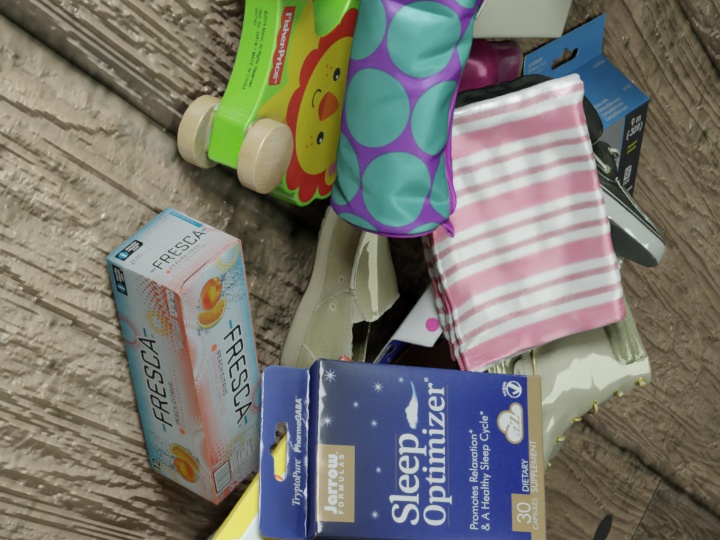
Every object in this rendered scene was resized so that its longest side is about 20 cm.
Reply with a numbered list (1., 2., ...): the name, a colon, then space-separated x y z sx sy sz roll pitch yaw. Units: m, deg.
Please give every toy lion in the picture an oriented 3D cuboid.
1. toy lion: -0.035 -0.140 1.056 0.191 0.068 0.202 -21 128 -59

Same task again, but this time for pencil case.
1. pencil case: 0.036 -0.127 1.045 0.085 0.091 0.202 -76 176 -69

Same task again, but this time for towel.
1. towel: 0.117 -0.032 1.158 0.145 0.030 0.202 -19 113 -11

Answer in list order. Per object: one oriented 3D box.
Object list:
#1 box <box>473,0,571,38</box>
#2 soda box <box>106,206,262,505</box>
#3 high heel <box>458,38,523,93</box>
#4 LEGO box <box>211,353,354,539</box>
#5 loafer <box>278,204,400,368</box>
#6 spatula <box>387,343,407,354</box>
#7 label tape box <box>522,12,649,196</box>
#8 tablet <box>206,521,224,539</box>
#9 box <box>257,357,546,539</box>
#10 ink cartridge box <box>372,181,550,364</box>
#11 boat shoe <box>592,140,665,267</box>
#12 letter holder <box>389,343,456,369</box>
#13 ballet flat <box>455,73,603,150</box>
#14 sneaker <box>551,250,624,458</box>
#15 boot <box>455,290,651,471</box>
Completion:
1. box: 0.089 -0.222 1.176 0.199 0.068 0.083 -10 120 -55
2. soda box: -0.113 0.061 1.059 0.064 0.068 0.202 -42 143 -37
3. high heel: 0.077 -0.089 1.256 0.095 0.067 0.202 -11 123 -47
4. LEGO box: -0.014 0.188 1.102 0.201 0.148 0.077 -54 178 -23
5. loafer: 0.000 0.000 1.171 0.076 0.068 0.202 -49 160 -65
6. spatula: 0.076 -0.006 1.351 0.202 0.020 0.057 -62 162 -11
7. label tape box: 0.200 -0.113 1.430 0.144 0.063 0.202 -32 137 -44
8. tablet: -0.100 0.243 1.261 0.200 0.014 0.131 -44 144 -31
9. box: 0.030 0.127 1.071 0.032 0.197 0.123 130 -37 -67
10. ink cartridge box: 0.081 0.005 1.228 0.201 0.037 0.095 -52 172 6
11. boat shoe: 0.188 -0.085 1.318 0.064 0.200 0.071 -50 -174 -13
12. letter holder: 0.070 0.126 1.368 0.100 0.143 0.200 -34 -178 45
13. ballet flat: 0.120 -0.113 1.222 0.199 0.067 0.057 -9 154 -45
14. sneaker: 0.150 0.057 1.360 0.077 0.110 0.202 68 40 -74
15. boot: 0.163 0.119 1.266 0.153 0.072 0.203 -17 105 -22
